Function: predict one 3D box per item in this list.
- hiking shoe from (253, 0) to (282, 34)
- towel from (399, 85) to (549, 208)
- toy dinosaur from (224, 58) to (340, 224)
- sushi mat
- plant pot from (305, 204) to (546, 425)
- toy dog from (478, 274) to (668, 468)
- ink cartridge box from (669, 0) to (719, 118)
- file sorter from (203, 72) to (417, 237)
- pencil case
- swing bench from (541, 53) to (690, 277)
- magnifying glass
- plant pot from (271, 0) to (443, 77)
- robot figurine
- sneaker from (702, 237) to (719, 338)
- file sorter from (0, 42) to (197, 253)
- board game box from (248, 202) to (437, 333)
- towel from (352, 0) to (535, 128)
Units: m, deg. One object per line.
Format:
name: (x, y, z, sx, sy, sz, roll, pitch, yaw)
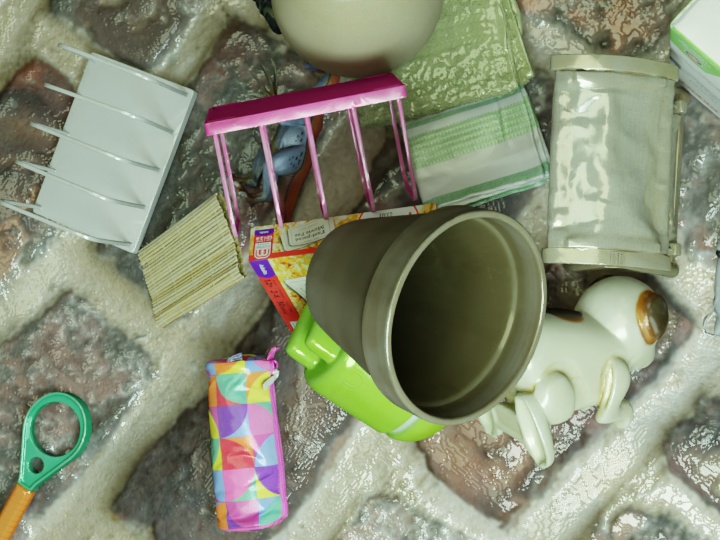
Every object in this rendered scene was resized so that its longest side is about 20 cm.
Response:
hiking shoe: (-0.098, -0.315, 1.566, 0.199, 0.076, 0.101, 10, 71, 26)
towel: (0.113, -0.171, 1.547, 0.149, 0.031, 0.201, -18, 83, 12)
toy dinosaur: (-0.073, -0.153, 1.590, 0.181, 0.105, 0.200, -39, 113, 0)
sushi mat: (-0.187, -0.008, 1.561, 0.200, 0.012, 0.096, -29, 75, 51)
plant pot: (0.046, 0.025, 1.334, 0.173, 0.200, 0.201, 20, 92, 48)
toy dog: (0.216, 0.076, 1.449, 0.200, 0.139, 0.194, -24, 103, -20)
ink cartridge box: (0.382, -0.199, 1.394, 0.145, 0.200, 0.084, 44, 95, 12)
file sorter: (-0.048, -0.118, 1.459, 0.199, 0.139, 0.126, -11, 103, -1)
pencil case: (-0.124, 0.186, 1.562, 0.088, 0.088, 0.201, -5, 88, 14)
swing bench: (0.257, -0.099, 1.419, 0.129, 0.200, 0.200, 3, 88, 14)
magnifying glass: (-0.379, 0.233, 1.655, 0.079, 0.022, 0.200, 29, 95, 14)
plant pot: (-0.008, -0.297, 1.420, 0.187, 0.200, 0.188, 0, 91, 3)
robot figurine: (0.023, 0.103, 1.490, 0.200, 0.175, 0.116, 34, 61, -18)
sneaker: (0.445, 0.040, 1.432, 0.199, 0.075, 0.115, 17, 92, 19)
file sorter: (-0.298, -0.140, 1.601, 0.138, 0.125, 0.201, 22, 92, 14)
board game box: (0.000, 0.000, 1.505, 0.199, 0.152, 0.046, -8, 56, 14)
towel: (0.079, -0.239, 1.533, 0.199, 0.036, 0.149, -15, 82, 16)
